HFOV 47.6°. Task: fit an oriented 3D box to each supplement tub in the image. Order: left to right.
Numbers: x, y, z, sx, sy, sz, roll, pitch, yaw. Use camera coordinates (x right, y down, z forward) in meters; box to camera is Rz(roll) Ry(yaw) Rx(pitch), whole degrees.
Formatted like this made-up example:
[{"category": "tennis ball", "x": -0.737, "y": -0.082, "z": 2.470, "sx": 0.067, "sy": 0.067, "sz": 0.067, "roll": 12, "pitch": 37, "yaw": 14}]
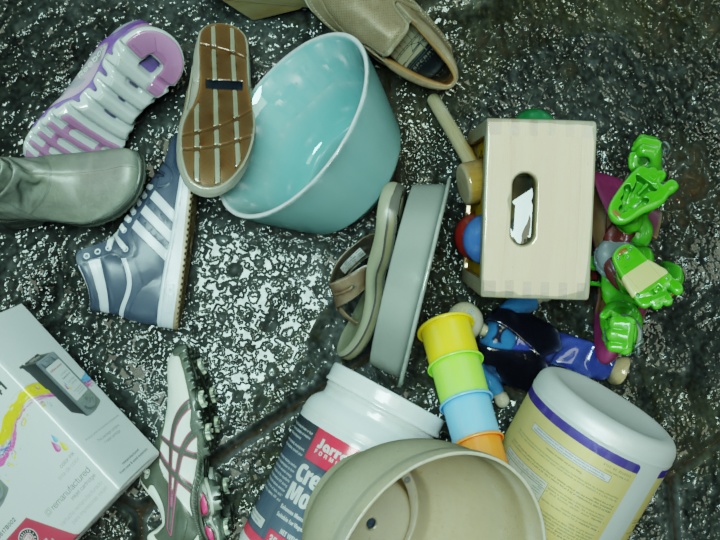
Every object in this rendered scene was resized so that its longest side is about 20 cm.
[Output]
[{"category": "supplement tub", "x": -0.016, "y": 0.207, "z": 0.783, "sx": 0.139, "sy": 0.140, "sz": 0.203, "roll": 27, "pitch": 83, "yaw": -2}, {"category": "supplement tub", "x": 0.191, "y": 0.213, "z": 0.781, "sx": 0.143, "sy": 0.146, "sz": 0.203, "roll": 26, "pitch": 101, "yaw": -2}]

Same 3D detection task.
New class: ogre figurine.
[{"category": "ogre figurine", "x": 0.252, "y": -0.011, "z": 0.761, "sx": 0.096, "sy": 0.120, "sz": 0.204, "roll": -9, "pitch": 68, "yaw": 8}]

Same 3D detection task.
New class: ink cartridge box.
[{"category": "ink cartridge box", "x": -0.313, "y": 0.160, "z": 0.768, "sx": 0.200, "sy": 0.086, "sz": 0.148, "roll": 45, "pitch": 108, "yaw": -1}]

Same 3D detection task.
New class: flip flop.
[{"category": "flip flop", "x": 0.000, "y": 0.000, "z": 0.797, "sx": 0.056, "sy": 0.202, "sz": 0.082, "roll": 13, "pitch": 40, "yaw": 0}]

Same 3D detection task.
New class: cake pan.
[{"category": "cake pan", "x": 0.047, "y": 0.007, "z": 0.780, "sx": 0.036, "sy": 0.200, "sz": 0.204, "roll": 14, "pitch": 83, "yaw": 5}]

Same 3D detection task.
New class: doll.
[{"category": "doll", "x": 0.180, "y": 0.082, "z": 0.857, "sx": 0.197, "sy": 0.048, "sz": 0.139, "roll": 22, "pitch": 80, "yaw": -5}]

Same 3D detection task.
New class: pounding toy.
[{"category": "pounding toy", "x": 0.139, "y": -0.083, "z": 0.812, "sx": 0.139, "sy": 0.184, "sz": 0.205, "roll": 1, "pitch": 94, "yaw": 1}]

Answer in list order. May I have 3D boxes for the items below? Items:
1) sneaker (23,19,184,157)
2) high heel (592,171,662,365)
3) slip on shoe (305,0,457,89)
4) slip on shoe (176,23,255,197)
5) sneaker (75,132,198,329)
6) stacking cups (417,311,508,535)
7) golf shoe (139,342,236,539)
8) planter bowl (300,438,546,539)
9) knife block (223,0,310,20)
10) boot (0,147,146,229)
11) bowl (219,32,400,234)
[{"category": "sneaker", "x": -0.264, "y": -0.179, "z": 0.835, "sx": 0.200, "sy": 0.089, "sz": 0.080, "roll": -42, "pitch": 133, "yaw": 11}, {"category": "high heel", "x": 0.250, "y": -0.006, "z": 0.850, "sx": 0.095, "sy": 0.067, "sz": 0.202, "roll": 28, "pitch": 59, "yaw": -10}, {"category": "slip on shoe", "x": 0.024, "y": -0.243, "z": 0.811, "sx": 0.076, "sy": 0.061, "sz": 0.199, "roll": -44, "pitch": 132, "yaw": 16}, {"category": "slip on shoe", "x": -0.143, "y": -0.152, "z": 0.810, "sx": 0.074, "sy": 0.061, "sz": 0.204, "roll": 3, "pitch": 61, "yaw": -14}, {"category": "sneaker", "x": -0.223, "y": -0.048, "z": 0.825, "sx": 0.106, "sy": 0.070, "sz": 0.205, "roll": 7, "pitch": 87, "yaw": -6}, {"category": "stacking cups", "x": 0.104, "y": 0.142, "z": 0.761, "sx": 0.059, "sy": 0.061, "sz": 0.203, "roll": -11, "pitch": 62, "yaw": -6}, {"category": "golf shoe", "x": -0.180, "y": 0.176, "z": 0.807, "sx": 0.086, "sy": 0.077, "sz": 0.204, "roll": -9, "pitch": 85, "yaw": 2}, {"category": "planter bowl", "x": 0.031, "y": 0.223, "z": 0.654, "sx": 0.197, "sy": 0.134, "sz": 0.205, "roll": -4, "pitch": 99, "yaw": -27}, {"category": "knife block", "x": -0.061, "y": -0.314, "z": 0.815, "sx": 0.172, "sy": 0.199, "sz": 0.065, "roll": -7, "pitch": 84, "yaw": 24}, {"category": "boot", "x": -0.311, "y": -0.085, "z": 0.758, "sx": 0.196, "sy": 0.130, "sz": 0.069, "roll": -9, "pitch": 75, "yaw": 20}, {"category": "bowl", "x": -0.038, "y": -0.117, "z": 0.803, "sx": 0.105, "sy": 0.199, "sz": 0.203, "roll": 35, "pitch": 81, "yaw": -40}]
